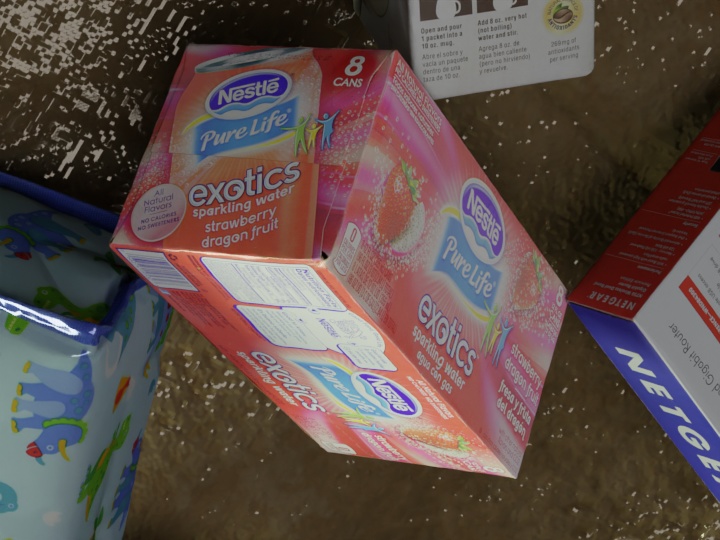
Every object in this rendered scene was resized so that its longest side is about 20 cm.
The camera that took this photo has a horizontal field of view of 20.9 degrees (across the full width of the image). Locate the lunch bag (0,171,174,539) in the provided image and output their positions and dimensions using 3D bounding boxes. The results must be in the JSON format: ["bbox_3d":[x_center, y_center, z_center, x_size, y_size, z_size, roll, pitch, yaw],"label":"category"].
[{"bbox_3d":[-0.190,0.043,0.816,0.199,0.127,0.171,18,113,8],"label":"lunch bag"}]

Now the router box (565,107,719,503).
[{"bbox_3d":[0.212,0.017,0.916,0.180,0.049,0.200,-49,121,-15],"label":"router box"}]

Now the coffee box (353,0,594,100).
[{"bbox_3d":[0.038,-0.184,0.765,0.079,0.114,0.201,-10,119,-10],"label":"coffee box"}]

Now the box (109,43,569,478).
[{"bbox_3d":[0.000,0.000,0.802,0.200,0.102,0.095,48,54,-51],"label":"box"}]
